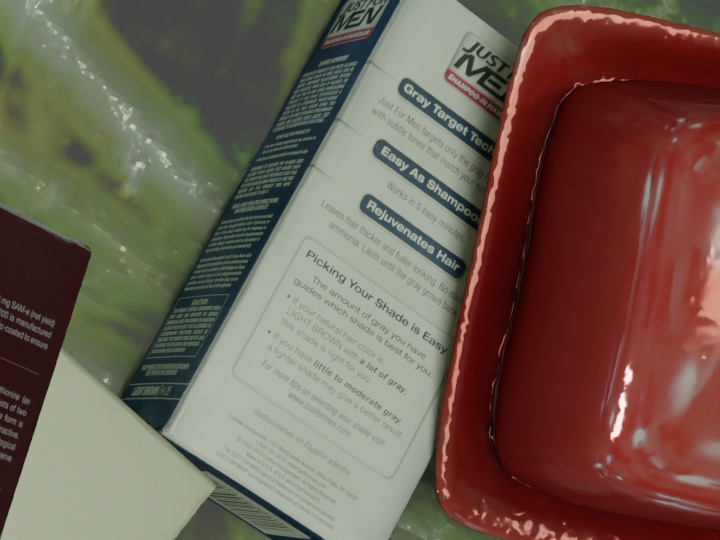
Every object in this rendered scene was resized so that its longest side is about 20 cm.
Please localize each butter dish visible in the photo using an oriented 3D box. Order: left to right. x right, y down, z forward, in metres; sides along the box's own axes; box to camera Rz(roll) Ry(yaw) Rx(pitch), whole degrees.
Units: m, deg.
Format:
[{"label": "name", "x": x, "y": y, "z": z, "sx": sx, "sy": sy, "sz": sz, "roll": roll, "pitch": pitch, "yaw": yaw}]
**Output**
[{"label": "butter dish", "x": 0.148, "y": 0.019, "z": 0.952, "sx": 0.199, "sy": 0.148, "sz": 0.200, "roll": 11, "pitch": 92, "yaw": -19}]

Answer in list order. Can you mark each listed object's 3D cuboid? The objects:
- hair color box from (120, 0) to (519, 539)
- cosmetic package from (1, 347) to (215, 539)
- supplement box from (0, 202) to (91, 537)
[{"label": "hair color box", "x": 0.000, "y": 0.000, "z": 0.996, "sx": 0.100, "sy": 0.061, "sz": 0.200, "roll": 35, "pitch": 73, "yaw": -22}, {"label": "cosmetic package", "x": -0.156, "y": 0.034, "z": 0.897, "sx": 0.200, "sy": 0.104, "sz": 0.073, "roll": 44, "pitch": 72, "yaw": -16}, {"label": "supplement box", "x": -0.160, "y": 0.067, "z": 0.782, "sx": 0.109, "sy": 0.061, "sz": 0.200, "roll": 31, "pitch": 73, "yaw": -54}]
